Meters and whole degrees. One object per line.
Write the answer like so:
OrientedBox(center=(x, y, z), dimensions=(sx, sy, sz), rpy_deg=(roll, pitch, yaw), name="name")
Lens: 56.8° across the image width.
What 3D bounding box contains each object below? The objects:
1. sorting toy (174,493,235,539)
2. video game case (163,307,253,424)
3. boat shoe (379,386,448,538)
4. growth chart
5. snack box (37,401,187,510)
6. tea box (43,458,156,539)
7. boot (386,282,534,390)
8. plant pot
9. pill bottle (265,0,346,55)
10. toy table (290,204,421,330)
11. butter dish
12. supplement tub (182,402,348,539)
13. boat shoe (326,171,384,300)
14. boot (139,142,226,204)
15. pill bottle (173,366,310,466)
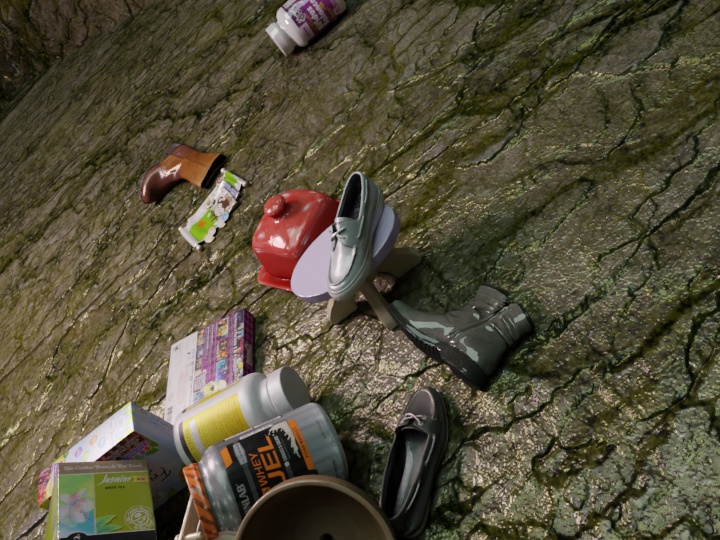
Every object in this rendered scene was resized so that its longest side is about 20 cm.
OrientedBox(center=(-0.161, 0.379, 0.907), dimensions=(0.178, 0.108, 0.201), rpy_deg=(-12, 40, 16), name="sorting toy")
OrientedBox(center=(-0.269, 0.186, 1.186), dimensions=(0.180, 0.036, 0.202), rpy_deg=(-27, 44, 19), name="video game case")
OrientedBox(center=(0.068, 0.237, 0.860), dimensions=(0.066, 0.057, 0.202), rpy_deg=(-9, 53, 33), name="boat shoe")
OrientedBox(center=(-0.333, -0.140, 1.515), dimensions=(0.144, 0.018, 0.201), rpy_deg=(24, 75, 46), name="growth chart")
OrientedBox(center=(-0.375, 0.321, 1.063), dimensions=(0.199, 0.169, 0.068), rpy_deg=(-36, 43, 7), name="snack box")
OrientedBox(center=(-0.378, 0.413, 0.954), dimensions=(0.197, 0.132, 0.202), rpy_deg=(59, 135, 47), name="tea box")
OrientedBox(center=(0.141, 0.069, 0.943), dimensions=(0.131, 0.068, 0.199), rpy_deg=(-47, 49, -10), name="boot")
OrientedBox(center=(-0.047, 0.344, 0.810), dimensions=(0.198, 0.093, 0.204), rpy_deg=(0, 88, 8), name="plant pot")
OrientedBox(center=(-0.142, -0.646, 1.697), dimensions=(0.200, 0.112, 0.113), rpy_deg=(-41, 41, 5), name="pill bottle")
OrientedBox(center=(0.000, 0.000, 1.061), dimensions=(0.198, 0.117, 0.185), rpy_deg=(-28, 45, 19), name="toy table")
OrientedBox(center=(-0.116, -0.077, 1.192), dimensions=(0.198, 0.148, 0.201), rpy_deg=(10, 65, 42), name="butter dish")
OrientedBox(center=(-0.125, 0.268, 0.885), dimensions=(0.198, 0.124, 0.123), rpy_deg=(-21, 38, -19), name="supplement tub")
OrientedBox(center=(-0.015, -0.056, 0.977), dimensions=(0.071, 0.068, 0.202), rpy_deg=(0, 59, 39), name="boat shoe")
OrientedBox(center=(-0.441, -0.225, 1.654), dimensions=(0.199, 0.069, 0.189), rpy_deg=(22, 65, 38), name="boot")
OrientedBox(center=(-0.179, 0.226, 1.026), dimensions=(0.199, 0.111, 0.112), rpy_deg=(-29, 43, 17), name="pill bottle")
